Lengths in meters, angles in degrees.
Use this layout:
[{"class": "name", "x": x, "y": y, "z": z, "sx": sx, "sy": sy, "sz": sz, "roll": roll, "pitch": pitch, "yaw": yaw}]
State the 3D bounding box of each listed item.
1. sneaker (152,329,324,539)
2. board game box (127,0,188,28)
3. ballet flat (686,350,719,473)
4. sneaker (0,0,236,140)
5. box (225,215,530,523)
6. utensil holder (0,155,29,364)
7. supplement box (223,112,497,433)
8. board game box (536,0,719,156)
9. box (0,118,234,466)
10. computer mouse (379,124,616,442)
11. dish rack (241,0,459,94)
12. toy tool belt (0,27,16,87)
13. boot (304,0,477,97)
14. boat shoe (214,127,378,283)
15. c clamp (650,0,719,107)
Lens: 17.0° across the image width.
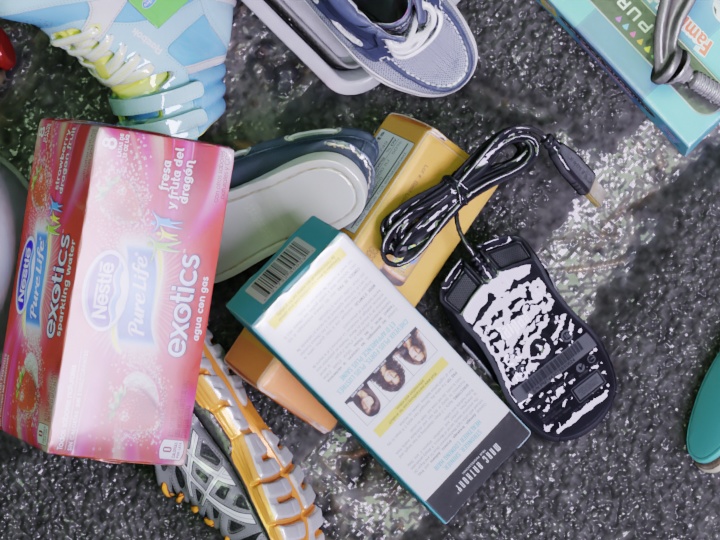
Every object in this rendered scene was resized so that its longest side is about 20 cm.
[{"class": "sneaker", "x": -0.091, "y": 0.130, "z": 1.556, "sx": 0.077, "sy": 0.078, "sz": 0.200, "roll": -33, "pitch": 81, "yaw": 14}, {"class": "board game box", "x": -0.099, "y": -0.235, "z": 1.446, "sx": 0.135, "sy": 0.200, "sz": 0.029, "roll": -42, "pitch": 120, "yaw": 9}, {"class": "ballet flat", "x": 0.272, "y": 0.041, "z": 1.536, "sx": 0.069, "sy": 0.069, "sz": 0.200, "roll": 21, "pitch": 100, "yaw": 5}, {"class": "sneaker", "x": -0.154, "y": -0.133, "z": 1.529, "sx": 0.079, "sy": 0.200, "sz": 0.131, "roll": 1, "pitch": 92, "yaw": 45}, {"class": "box", "x": 0.013, "y": 0.063, "z": 1.508, "sx": 0.082, "sy": 0.049, "sz": 0.200, "roll": -46, "pitch": 118, "yaw": -6}, {"class": "utensil holder", "x": -0.292, "y": -0.013, "z": 1.511, "sx": 0.169, "sy": 0.200, "sz": 0.170, "roll": 0, "pitch": 86, "yaw": 3}, {"class": "supplement box", "x": 0.000, "y": 0.000, "z": 1.550, "sx": 0.066, "sy": 0.069, "sz": 0.200, "roll": 36, "pitch": 89, "yaw": -29}, {"class": "board game box", "x": 0.234, "y": -0.198, "z": 1.569, "sx": 0.200, "sy": 0.047, "sz": 0.151, "roll": -43, "pitch": 84, "yaw": -1}, {"class": "box", "x": -0.153, "y": 0.012, "z": 1.476, "sx": 0.095, "sy": 0.100, "sz": 0.201, "roll": 8, "pitch": 92, "yaw": -29}, {"class": "computer mouse", "x": 0.111, "y": 0.002, "z": 1.546, "sx": 0.140, "sy": 0.046, "sz": 0.200, "roll": -43, "pitch": 107, "yaw": -6}, {"class": "dish rack", "x": -0.009, "y": -0.224, "z": 1.535, "sx": 0.172, "sy": 0.200, "sz": 0.044, "roll": -47, "pitch": 42, "yaw": 1}, {"class": "toy tool belt", "x": -0.237, "y": -0.224, "z": 1.565, "sx": 0.123, "sy": 0.125, "sz": 0.200, "roll": -21, "pitch": 85, "yaw": 10}, {"class": "boot", "x": 0.020, "y": -0.155, "z": 1.504, "sx": 0.073, "sy": 0.200, "sz": 0.090, "roll": -51, "pitch": 41, "yaw": 6}, {"class": "boat shoe", "x": -0.078, "y": -0.046, "z": 1.556, "sx": 0.200, "sy": 0.062, "sz": 0.075, "roll": -22, "pitch": 115, "yaw": 29}, {"class": "c clamp", "x": 0.261, "y": -0.119, "z": 1.527, "sx": 0.200, "sy": 0.027, "sz": 0.171, "roll": 34, "pitch": 94, "yaw": -18}]
